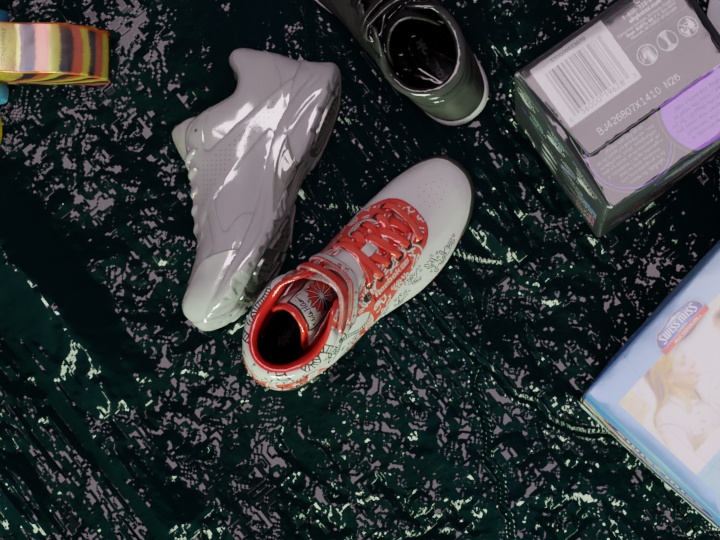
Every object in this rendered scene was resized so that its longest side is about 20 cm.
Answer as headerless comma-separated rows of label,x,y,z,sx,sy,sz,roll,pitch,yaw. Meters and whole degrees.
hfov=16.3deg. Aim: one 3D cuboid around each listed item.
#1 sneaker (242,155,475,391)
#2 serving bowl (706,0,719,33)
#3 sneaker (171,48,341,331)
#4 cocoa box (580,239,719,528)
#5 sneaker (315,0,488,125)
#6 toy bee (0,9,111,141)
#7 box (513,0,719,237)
sneaker,0.000,0.001,1.664,0.201,0.108,0.067,-45,84,-1
serving bowl,0.317,-0.189,1.637,0.066,0.200,0.200,29,87,-27
sneaker,-0.088,-0.058,1.699,0.099,0.078,0.200,20,78,11
cocoa box,0.255,0.054,1.633,0.133,0.131,0.200,43,89,6
sneaker,0.012,-0.186,1.684,0.071,0.099,0.200,-40,83,1
toy bee,-0.270,-0.140,1.693,0.200,0.109,0.131,-21,86,1
box,0.175,-0.104,1.616,0.122,0.200,0.106,-34,84,0
